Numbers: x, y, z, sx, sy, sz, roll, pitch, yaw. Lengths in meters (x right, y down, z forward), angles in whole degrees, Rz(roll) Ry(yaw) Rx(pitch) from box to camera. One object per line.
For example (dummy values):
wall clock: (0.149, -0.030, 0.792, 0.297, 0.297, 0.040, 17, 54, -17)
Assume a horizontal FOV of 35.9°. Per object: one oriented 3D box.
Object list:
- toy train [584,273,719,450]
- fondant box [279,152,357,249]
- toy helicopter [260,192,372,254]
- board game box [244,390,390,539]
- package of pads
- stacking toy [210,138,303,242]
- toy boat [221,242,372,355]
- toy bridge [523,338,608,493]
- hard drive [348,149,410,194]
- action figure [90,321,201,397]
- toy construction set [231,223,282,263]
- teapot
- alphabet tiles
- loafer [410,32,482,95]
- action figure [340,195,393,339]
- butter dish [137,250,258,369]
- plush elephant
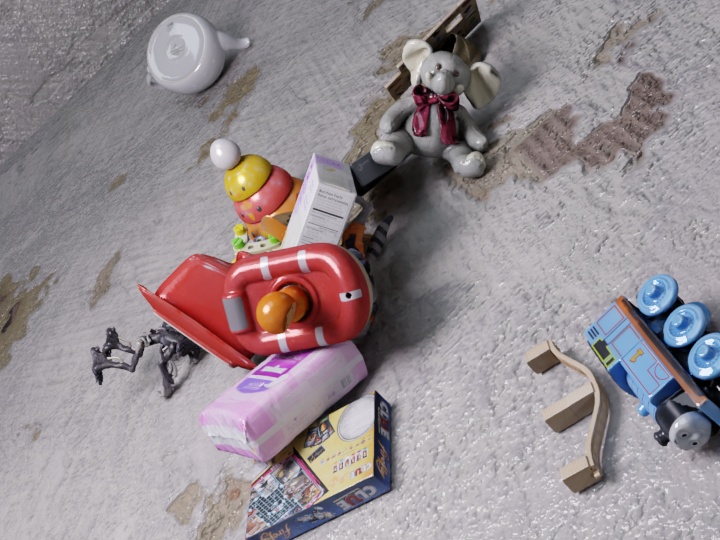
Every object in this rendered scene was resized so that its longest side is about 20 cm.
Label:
toy train: (0.301, 0.090, 1.064, 0.114, 0.086, 0.200, -48, 31, 15)
fondant box: (-0.068, -0.042, 1.500, 0.144, 0.058, 0.201, -103, 33, -69)
toy helicopter: (-0.059, -0.057, 1.667, 0.199, 0.080, 0.132, 18, 23, 39)
board game box: (-0.051, 0.246, 1.358, 0.199, 0.035, 0.136, -30, 33, 25)
package of pads: (-0.098, 0.159, 1.426, 0.200, 0.076, 0.120, -38, 23, -30)
stacking toy: (-0.176, -0.139, 1.817, 0.146, 0.200, 0.147, -32, 32, 23)
toy boat: (-0.087, 0.042, 1.373, 0.199, 0.132, 0.131, -11, 10, 19)
toy bridge: (0.222, 0.141, 1.151, 0.067, 0.027, 0.201, -34, 32, 17)
hard drive: (0.004, -0.142, 1.662, 0.135, 0.042, 0.200, -39, 0, 35)
action figure: (-0.322, 0.133, 1.776, 0.198, 0.103, 0.119, -7, 32, 11)
toy construction set: (-0.169, 0.019, 1.724, 0.130, 0.092, 0.201, 6, 62, 24)
teapot: (-0.391, -0.490, 2.577, 0.199, 0.146, 0.199, 26, 93, 26)
alphabet tiles: (0.118, -0.358, 1.804, 0.200, 0.008, 0.167, -45, -9, 5)
loafer: (0.115, -0.299, 1.780, 0.201, 0.067, 0.076, -55, 30, -17)
action figure: (0.000, 0.000, 1.505, 0.200, 0.104, 0.195, 139, 137, -63)
butter dish: (-0.192, 0.039, 1.557, 0.148, 0.199, 0.199, -55, 0, -7)
plush elephant: (0.115, -0.244, 1.609, 0.163, 0.156, 0.200, 11, 29, 4)
